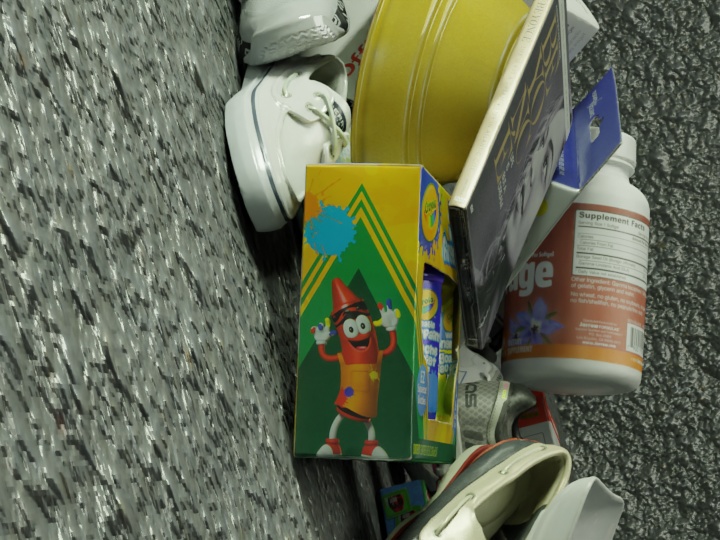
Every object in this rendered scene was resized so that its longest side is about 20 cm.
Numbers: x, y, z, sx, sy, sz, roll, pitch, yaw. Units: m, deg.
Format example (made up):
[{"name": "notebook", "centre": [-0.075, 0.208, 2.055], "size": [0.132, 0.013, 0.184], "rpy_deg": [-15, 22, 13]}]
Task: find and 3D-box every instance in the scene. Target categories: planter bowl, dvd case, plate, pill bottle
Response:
[{"name": "planter bowl", "centre": [0.070, -0.125, 1.321], "size": [0.200, 0.083, 0.202], "rpy_deg": [15, 90, -73]}, {"name": "dvd case", "centre": [0.100, -0.071, 1.281], "size": [0.149, 0.016, 0.201], "rpy_deg": [79, 29, -53]}, {"name": "plate", "centre": [0.108, 0.224, 1.239], "size": [0.200, 0.032, 0.201], "rpy_deg": [40, 71, -73]}, {"name": "pill bottle", "centre": [0.171, -0.007, 1.586], "size": [0.112, 0.111, 0.201], "rpy_deg": [46, 47, -73]}]

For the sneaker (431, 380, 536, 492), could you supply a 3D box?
[{"name": "sneaker", "centre": [0.101, 0.165, 1.360], "size": [0.074, 0.087, 0.201], "rpy_deg": [19, 60, -81]}]

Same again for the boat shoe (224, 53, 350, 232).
[{"name": "boat shoe", "centre": [-0.039, -0.092, 1.229], "size": [0.200, 0.066, 0.074], "rpy_deg": [-91, 163, -60]}]

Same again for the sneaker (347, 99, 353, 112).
[{"name": "sneaker", "centre": [0.007, -0.111, 1.555], "size": [0.089, 0.074, 0.201], "rpy_deg": [-5, 79, -84]}]

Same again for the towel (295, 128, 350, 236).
[{"name": "towel", "centre": [0.000, 0.000, 1.407], "size": [0.171, 0.048, 0.201], "rpy_deg": [-73, 147, -80]}]

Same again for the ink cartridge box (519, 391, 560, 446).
[{"name": "ink cartridge box", "centre": [0.107, 0.153, 1.609], "size": [0.050, 0.108, 0.201], "rpy_deg": [65, 12, -48]}]

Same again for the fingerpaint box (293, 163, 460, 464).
[{"name": "fingerpaint box", "centre": [0.017, 0.032, 1.208], "size": [0.200, 0.073, 0.168], "rpy_deg": [34, 58, -78]}]

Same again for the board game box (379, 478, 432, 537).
[{"name": "board game box", "centre": [0.060, 0.264, 1.346], "size": [0.152, 0.036, 0.201], "rpy_deg": [64, 14, -52]}]

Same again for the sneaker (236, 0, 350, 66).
[{"name": "sneaker", "centre": [-0.060, -0.207, 1.300], "size": [0.200, 0.075, 0.115], "rpy_deg": [-98, 170, -70]}]

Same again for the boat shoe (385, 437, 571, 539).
[{"name": "boat shoe", "centre": [0.065, 0.171, 1.215], "size": [0.200, 0.062, 0.071], "rpy_deg": [-49, 123, -45]}]

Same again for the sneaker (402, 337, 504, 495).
[{"name": "sneaker", "centre": [0.066, 0.099, 1.514], "size": [0.200, 0.087, 0.075], "rpy_deg": [-89, 163, -60]}]

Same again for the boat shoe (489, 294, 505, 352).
[{"name": "boat shoe", "centre": [0.044, 0.000, 1.650], "size": [0.200, 0.093, 0.075], "rpy_deg": [47, 12, 4]}]

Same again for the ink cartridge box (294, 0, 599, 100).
[{"name": "ink cartridge box", "centre": [0.055, -0.183, 1.472], "size": [0.199, 0.146, 0.085], "rpy_deg": [19, 30, -46]}]

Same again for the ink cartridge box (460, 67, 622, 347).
[{"name": "ink cartridge box", "centre": [0.114, -0.057, 1.480], "size": [0.047, 0.200, 0.198], "rpy_deg": [33, 20, -7]}]
